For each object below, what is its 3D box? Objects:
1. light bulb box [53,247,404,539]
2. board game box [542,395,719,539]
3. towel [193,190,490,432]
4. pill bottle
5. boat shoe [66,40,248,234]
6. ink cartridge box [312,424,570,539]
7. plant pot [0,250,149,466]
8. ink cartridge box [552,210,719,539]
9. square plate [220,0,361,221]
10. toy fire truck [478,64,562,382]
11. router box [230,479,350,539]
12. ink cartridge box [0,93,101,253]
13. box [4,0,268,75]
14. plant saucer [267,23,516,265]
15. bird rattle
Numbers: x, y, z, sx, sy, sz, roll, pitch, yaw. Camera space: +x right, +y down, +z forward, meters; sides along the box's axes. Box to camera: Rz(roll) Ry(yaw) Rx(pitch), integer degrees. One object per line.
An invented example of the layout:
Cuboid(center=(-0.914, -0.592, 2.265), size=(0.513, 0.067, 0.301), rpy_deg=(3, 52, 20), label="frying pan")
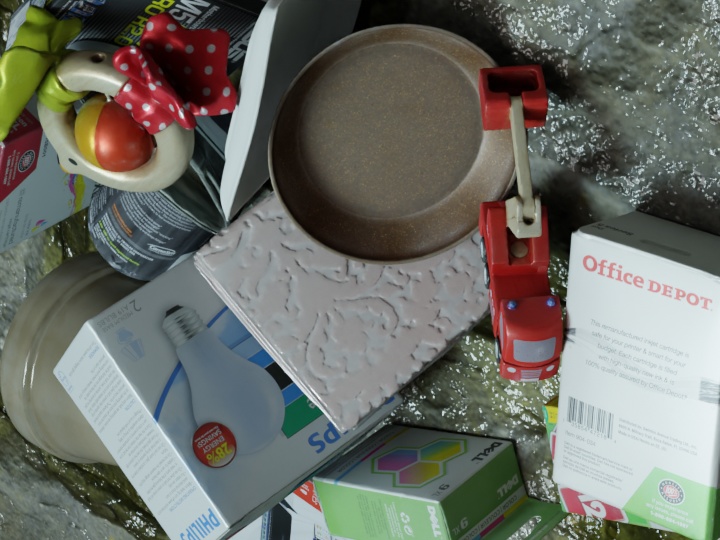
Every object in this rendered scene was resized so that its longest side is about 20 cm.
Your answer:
Cuboid(center=(-0.108, 0.095, 1.645), size=(0.201, 0.198, 0.125), rpy_deg=(53, 151, 5), label="light bulb box")
Cuboid(center=(0.233, 0.155, 1.560), size=(0.199, 0.030, 0.096), rpy_deg=(4, 113, 42), label="board game box")
Cuboid(center=(0.000, 0.000, 1.596), size=(0.191, 0.200, 0.032), rpy_deg=(49, 168, 11), label="towel")
Cuboid(center=(-0.155, -0.079, 1.761), size=(0.107, 0.106, 0.200), rpy_deg=(56, 139, 6), label="pill bottle")
Cuboid(center=(-0.162, -0.105, 1.608), size=(0.200, 0.071, 0.072), rpy_deg=(38, 138, -25), label="boat shoe")
Cuboid(center=(0.068, 0.187, 1.682), size=(0.199, 0.104, 0.060), rpy_deg=(5, 118, 44), label="ink cartridge box")
Cuboid(center=(-0.199, 0.103, 1.823), size=(0.173, 0.199, 0.202), rpy_deg=(25, 128, 41), label="plant pot")
Cuboid(center=(0.224, 0.074, 1.457), size=(0.145, 0.084, 0.202), rpy_deg=(20, 116, 39), label="ink cartridge box")
Cuboid(center=(-0.050, -0.165, 1.541), size=(0.028, 0.198, 0.201), rpy_deg=(25, 130, 11), label="square plate")
Cuboid(center=(0.119, -0.035, 1.491), size=(0.141, 0.048, 0.201), rpy_deg=(91, 175, -57), label="toy fire truck")
Cuboid(center=(-0.066, 0.239, 1.888), size=(0.199, 0.049, 0.181), rpy_deg=(30, 130, 32), label="router box")
Cuboid(center=(-0.283, -0.118, 1.801), size=(0.083, 0.200, 0.146), rpy_deg=(38, 134, 20), label="ink cartridge box")
Cuboid(center=(-0.171, -0.197, 1.587), size=(0.200, 0.159, 0.045), rpy_deg=(-30, 47, 52), label="box")
Cuboid(center=(0.025, -0.101, 1.543), size=(0.037, 0.198, 0.202), rpy_deg=(-109, 16, -60), label="plant saucer")
Cuboid(center=(-0.182, -0.128, 1.524), size=(0.198, 0.113, 0.164), rpy_deg=(4, 139, 14), label="bird rattle")
